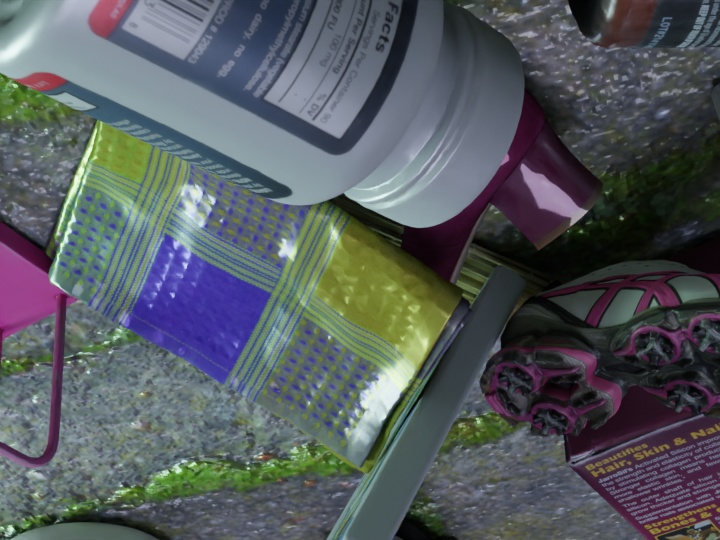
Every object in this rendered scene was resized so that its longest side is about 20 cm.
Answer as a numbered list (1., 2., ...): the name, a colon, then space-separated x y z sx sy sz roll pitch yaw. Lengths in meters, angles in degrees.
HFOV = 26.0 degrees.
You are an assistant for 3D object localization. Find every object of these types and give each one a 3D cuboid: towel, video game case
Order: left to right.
1. towel: -0.054 0.009 0.744 0.199 0.023 0.144 33 136 -1
2. video game case: 0.011 0.116 0.807 0.022 0.200 0.183 31 137 3

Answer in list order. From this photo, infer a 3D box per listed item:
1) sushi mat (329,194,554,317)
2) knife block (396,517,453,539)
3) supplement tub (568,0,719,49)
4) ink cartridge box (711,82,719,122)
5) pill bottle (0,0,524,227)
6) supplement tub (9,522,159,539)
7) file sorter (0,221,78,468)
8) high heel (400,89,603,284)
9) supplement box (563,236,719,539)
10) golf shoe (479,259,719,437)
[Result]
1. sushi mat: 0.000 0.000 0.817 0.199 0.012 0.096 22 135 -30
2. knife block: 0.065 0.231 1.080 0.198 0.064 0.176 4 142 -11
3. supplement tub: 0.180 -0.139 0.584 0.198 0.108 0.107 -2 143 -5
4. ink cartridge box: 0.276 -0.030 0.751 0.146 0.084 0.200 -23 138 21
5. pill bottle: -0.038 -0.094 0.605 0.199 0.121 0.119 25 134 -33
6. supplement tub: -0.182 0.282 1.006 0.143 0.202 0.145 -3 143 -2
7. file sorter: -0.260 0.059 0.773 0.199 0.126 0.139 -25 138 25
8. high heel: 0.016 -0.021 0.757 0.096 0.068 0.200 43 118 -13
9. supplement box: 0.205 0.085 0.876 0.130 0.104 0.200 -22 140 21
10. golf shoe: 0.150 0.022 0.754 0.199 0.092 0.073 -9 129 41
